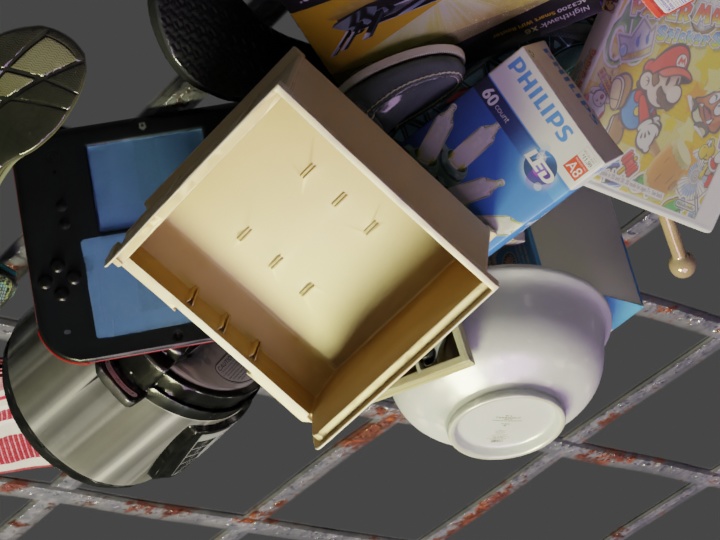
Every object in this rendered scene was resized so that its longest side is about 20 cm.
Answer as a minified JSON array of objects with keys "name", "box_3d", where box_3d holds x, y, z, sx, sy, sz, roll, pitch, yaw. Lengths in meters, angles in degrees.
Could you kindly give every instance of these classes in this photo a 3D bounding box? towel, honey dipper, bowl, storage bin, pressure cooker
[{"name":"towel","box_3d":[-0.280,0.131,1.793,0.143,0.023,0.201,-7,148,-11]},{"name":"honey dipper","box_3d":[0.231,-0.072,1.533,0.038,0.038,0.201,-20,123,9]},{"name":"bowl","box_3d":[0.111,0.089,1.571,0.199,0.091,0.202,-5,144,-3]},{"name":"storage bin","box_3d":[-0.041,-0.011,1.347,0.200,0.094,0.198,41,114,-13]},{"name":"pressure cooker","box_3d":[-0.169,0.060,1.559,0.178,0.177,0.200,18,136,-39]}]

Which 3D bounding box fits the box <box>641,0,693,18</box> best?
[{"name":"box","box_3d":[0.184,-0.264,1.271,0.099,0.096,0.200,-28,146,21]}]

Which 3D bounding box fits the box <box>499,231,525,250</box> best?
[{"name":"box","box_3d":[0.059,-0.023,1.596,0.038,0.042,0.199,4,166,-33]}]

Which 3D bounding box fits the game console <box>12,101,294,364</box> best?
[{"name":"game console","box_3d":[-0.148,-0.029,1.444,0.198,0.179,0.031,-9,173,-8]}]

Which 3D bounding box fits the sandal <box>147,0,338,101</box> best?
[{"name":"sandal","box_3d":[-0.091,-0.148,1.377,0.048,0.076,0.200,-1,162,36]}]

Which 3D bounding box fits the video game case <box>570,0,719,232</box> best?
[{"name":"video game case","box_3d":[0.236,-0.136,1.472,0.199,0.023,0.183,17,100,-41]}]

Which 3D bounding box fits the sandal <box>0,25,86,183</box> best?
[{"name":"sandal","box_3d":[-0.268,-0.098,1.388,0.080,0.057,0.201,38,114,-11]}]

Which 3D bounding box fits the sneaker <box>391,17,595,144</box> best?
[{"name":"sneaker","box_3d":[0.101,-0.120,1.469,0.199,0.096,0.079,-24,148,17]}]

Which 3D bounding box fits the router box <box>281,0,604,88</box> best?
[{"name":"router box","box_3d":[0.054,-0.204,1.357,0.199,0.053,0.157,-21,149,11]}]

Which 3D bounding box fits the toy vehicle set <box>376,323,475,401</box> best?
[{"name":"toy vehicle set","box_3d":[0.000,0.000,1.523,0.123,0.202,0.027,-21,164,11]}]

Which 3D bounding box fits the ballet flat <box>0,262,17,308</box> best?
[{"name":"ballet flat","box_3d":[-0.331,-0.008,1.488,0.074,0.075,0.200,-24,147,16]}]

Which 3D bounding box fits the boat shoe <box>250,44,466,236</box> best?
[{"name":"boat shoe","box_3d":[-0.004,-0.091,1.396,0.199,0.062,0.073,-29,155,15]}]

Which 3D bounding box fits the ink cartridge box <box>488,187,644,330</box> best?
[{"name":"ink cartridge box","box_3d":[0.117,0.018,1.668,0.125,0.129,0.200,14,139,-37]}]

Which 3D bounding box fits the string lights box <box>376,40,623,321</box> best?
[{"name":"string lights box","box_3d":[0.078,-0.063,1.406,0.200,0.103,0.059,-38,175,24]}]
